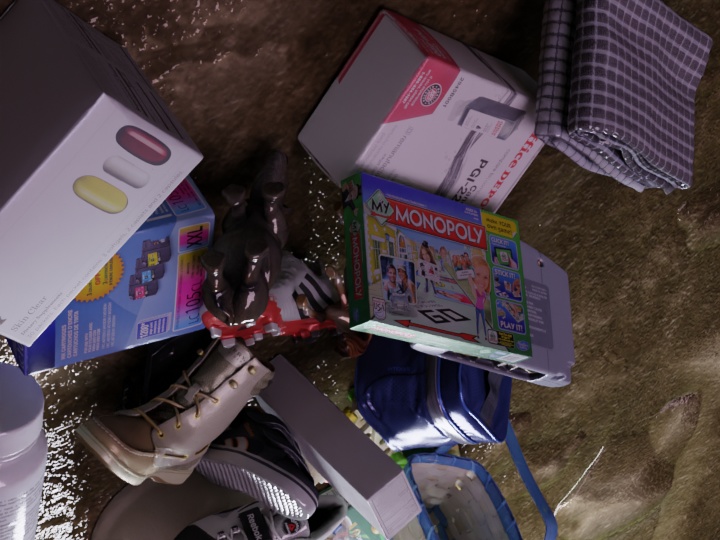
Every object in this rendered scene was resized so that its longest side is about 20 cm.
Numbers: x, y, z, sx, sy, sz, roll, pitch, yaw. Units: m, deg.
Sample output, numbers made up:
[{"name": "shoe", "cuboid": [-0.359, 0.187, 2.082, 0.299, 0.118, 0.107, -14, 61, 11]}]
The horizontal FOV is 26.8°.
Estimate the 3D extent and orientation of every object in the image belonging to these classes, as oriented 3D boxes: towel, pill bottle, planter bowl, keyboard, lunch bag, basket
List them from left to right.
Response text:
[{"name": "pill bottle", "cuboid": [-0.336, 0.184, 1.327, 0.113, 0.113, 0.200, -9, 132, -31]}, {"name": "keyboard", "cuboid": [-0.195, 0.117, 1.442, 0.104, 0.040, 0.200, -26, 146, -33]}, {"name": "planter bowl", "cuboid": [-0.161, 0.302, 1.559, 0.200, 0.135, 0.200, -21, 137, -21]}, {"name": "lunch bag", "cuboid": [0.086, 0.071, 1.477, 0.132, 0.200, 0.136, -5, 150, 24]}, {"name": "basket", "cuboid": [0.117, 0.261, 1.643, 0.139, 0.176, 0.200, 6, 139, -36]}, {"name": "towel", "cuboid": [0.246, -0.171, 1.390, 0.086, 0.166, 0.200, -9, 160, 40]}]

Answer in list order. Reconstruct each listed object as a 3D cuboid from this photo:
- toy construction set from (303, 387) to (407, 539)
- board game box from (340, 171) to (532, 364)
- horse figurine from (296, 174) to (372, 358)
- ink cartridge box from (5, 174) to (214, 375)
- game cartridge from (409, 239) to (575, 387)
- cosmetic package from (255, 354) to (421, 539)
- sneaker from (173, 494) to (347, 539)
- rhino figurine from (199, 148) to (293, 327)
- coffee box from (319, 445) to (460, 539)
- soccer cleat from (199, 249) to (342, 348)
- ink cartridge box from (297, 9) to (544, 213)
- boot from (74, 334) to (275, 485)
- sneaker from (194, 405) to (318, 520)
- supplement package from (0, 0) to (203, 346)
[{"name": "toy construction set", "cuboid": [-0.021, 0.210, 1.612, 0.200, 0.092, 0.131, -55, 143, -7]}, {"name": "board game box", "cuboid": [0.068, 0.001, 1.320, 0.200, 0.135, 0.029, 14, 155, -41]}, {"name": "horse figurine", "cuboid": [0.000, 0.000, 1.401, 0.050, 0.200, 0.133, -5, 153, 31]}, {"name": "ink cartridge box", "cuboid": [-0.231, 0.003, 1.270, 0.200, 0.076, 0.136, -14, 134, -25]}, {"name": "game cartridge", "cuboid": [0.120, 0.027, 1.406, 0.200, 0.133, 0.040, 18, 154, -38]}, {"name": "cosmetic package", "cuboid": [-0.027, 0.171, 1.482, 0.051, 0.200, 0.083, -38, 142, -15]}, {"name": "sneaker", "cuboid": [-0.098, 0.254, 1.465, 0.200, 0.074, 0.089, -17, 166, -42]}, {"name": "rhino figurine", "cuboid": [-0.090, -0.034, 1.280, 0.060, 0.200, 0.087, 8, 132, 6]}, {"name": "coffee box", "cuboid": [0.029, 0.269, 1.743, 0.200, 0.044, 0.123, -28, 138, -13]}, {"name": "soccer cleat", "cuboid": [-0.083, 0.022, 1.368, 0.069, 0.085, 0.200, -20, 167, 30]}, {"name": "ink cartridge box", "cuboid": [0.067, -0.130, 1.364, 0.200, 0.085, 0.146, 13, 119, -46]}, {"name": "boot", "cuboid": [-0.162, 0.120, 1.366, 0.155, 0.072, 0.200, -47, 160, 5]}, {"name": "sneaker", "cuboid": [-0.093, 0.177, 1.449, 0.079, 0.200, 0.078, -47, 121, -21]}, {"name": "supplement package", "cuboid": [-0.245, -0.077, 1.116, 0.200, 0.156, 0.111, -47, 140, 10]}]
